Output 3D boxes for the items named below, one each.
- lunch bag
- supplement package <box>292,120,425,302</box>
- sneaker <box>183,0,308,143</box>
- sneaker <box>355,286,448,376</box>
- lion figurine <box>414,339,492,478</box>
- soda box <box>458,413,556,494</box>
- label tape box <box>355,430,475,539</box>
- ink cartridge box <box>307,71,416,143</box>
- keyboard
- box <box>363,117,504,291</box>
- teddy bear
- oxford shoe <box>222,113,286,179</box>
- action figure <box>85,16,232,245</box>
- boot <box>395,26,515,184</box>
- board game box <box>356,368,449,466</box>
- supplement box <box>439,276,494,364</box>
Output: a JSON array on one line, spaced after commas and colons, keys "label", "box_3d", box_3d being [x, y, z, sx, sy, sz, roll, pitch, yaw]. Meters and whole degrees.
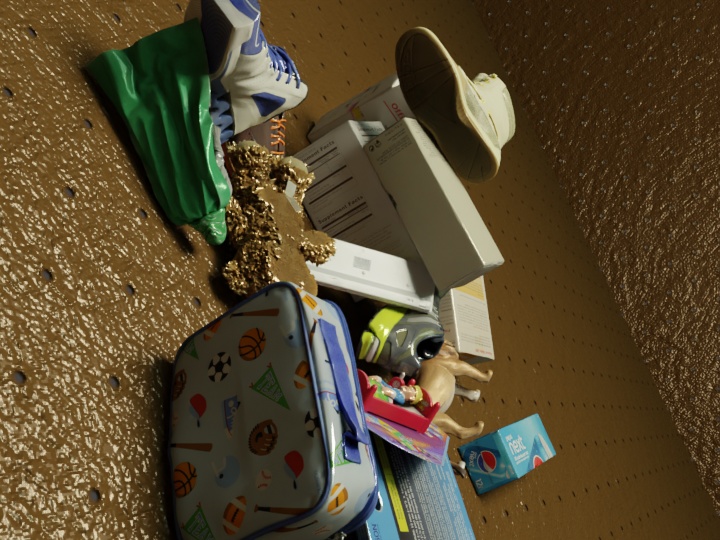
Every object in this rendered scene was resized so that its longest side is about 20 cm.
[{"label": "lunch bag", "box_3d": [-0.065, 0.117, 0.614, 0.076, 0.160, 0.200, 32, 35, -48]}, {"label": "supplement package", "box_3d": [0.009, -0.079, 1.057, 0.200, 0.109, 0.114, 62, 24, 3]}, {"label": "sneaker", "box_3d": [-0.110, -0.208, 0.823, 0.115, 0.199, 0.081, -24, 70, -25]}, {"label": "sneaker", "box_3d": [0.070, 0.067, 1.004, 0.081, 0.074, 0.200, 32, 41, 12]}, {"label": "lion figurine", "box_3d": [0.088, 0.153, 1.000, 0.122, 0.073, 0.200, 23, 38, -3]}, {"label": "soda box", "box_3d": [0.210, 0.253, 1.153, 0.200, 0.064, 0.068, 5, 59, -62]}, {"label": "label tape box", "box_3d": [0.030, 0.225, 0.812, 0.200, 0.066, 0.144, 23, 42, -52]}, {"label": "ink cartridge box", "box_3d": [0.041, -0.195, 1.130, 0.117, 0.200, 0.068, 52, 39, -21]}, {"label": "keyboard", "box_3d": [0.000, 0.000, 0.939, 0.200, 0.011, 0.056, 15, 69, -24]}, {"label": "box", "box_3d": [0.087, -0.079, 0.982, 0.082, 0.068, 0.200, -6, 67, -62]}, {"label": "teddy bear", "box_3d": [-0.095, -0.047, 0.845, 0.145, 0.067, 0.200, 3, 61, -45]}, {"label": "oxford shoe", "box_3d": [-0.113, -0.144, 0.924, 0.200, 0.072, 0.071, 62, 22, 2]}, {"label": "action figure", "box_3d": [-0.168, -0.118, 0.769, 0.055, 0.118, 0.200, -15, 85, -75]}, {"label": "boot", "box_3d": [0.124, -0.222, 1.020, 0.200, 0.072, 0.155, 57, 35, -16]}, {"label": "board game box", "box_3d": [0.029, 0.123, 0.828, 0.158, 0.039, 0.200, 32, 4, 7]}, {"label": "supplement box", "box_3d": [0.120, 0.030, 1.156, 0.126, 0.073, 0.200, 20, 60, -57]}]
